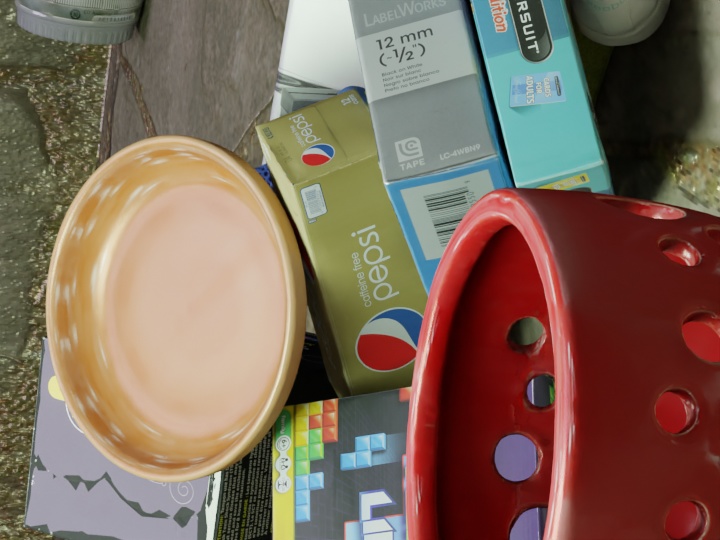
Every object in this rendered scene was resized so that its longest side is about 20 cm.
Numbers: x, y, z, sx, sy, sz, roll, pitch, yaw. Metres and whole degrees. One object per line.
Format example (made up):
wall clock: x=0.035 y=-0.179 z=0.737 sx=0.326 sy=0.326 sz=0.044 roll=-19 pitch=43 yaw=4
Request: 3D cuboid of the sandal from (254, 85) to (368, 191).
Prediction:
sandal: x=-0.049 y=-0.036 z=1.566 sx=0.200 sy=0.087 sz=0.080 roll=-55 pitch=29 yaw=33

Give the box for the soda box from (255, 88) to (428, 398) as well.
soda box: x=0.000 y=0.000 z=1.463 sx=0.068 sy=0.064 sz=0.200 roll=-122 pitch=14 yaw=-50

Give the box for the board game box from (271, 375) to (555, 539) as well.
board game box: x=0.034 y=0.165 z=1.406 sx=0.057 sy=0.165 sz=0.200 roll=35 pitch=-131 yaw=-57

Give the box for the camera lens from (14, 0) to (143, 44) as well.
camera lens: x=-0.338 y=-0.391 z=3.107 sx=0.160 sy=0.160 sz=0.200 roll=-122 pitch=38 yaw=-68

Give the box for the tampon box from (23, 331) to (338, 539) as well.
tampon box: x=-0.091 y=0.108 z=1.617 sx=0.150 sy=0.200 sz=0.127 roll=11 pitch=99 yaw=31

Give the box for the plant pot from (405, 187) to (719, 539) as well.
plant pot: x=0.129 y=0.074 z=1.001 sx=0.200 sy=0.182 sz=0.201 roll=-175 pitch=90 yaw=-77

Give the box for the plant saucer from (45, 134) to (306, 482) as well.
plant saucer: x=-0.103 y=0.022 z=1.474 sx=0.200 sy=0.037 sz=0.201 roll=-2 pitch=88 yaw=40

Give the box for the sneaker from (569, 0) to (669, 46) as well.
sneaker: x=0.125 y=-0.221 z=1.304 sx=0.088 sy=0.075 sz=0.200 roll=33 pitch=-132 yaw=-73

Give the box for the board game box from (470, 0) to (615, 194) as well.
board game box: x=0.088 y=-0.120 z=1.321 sx=0.151 sy=0.047 sz=0.200 roll=56 pitch=-160 yaw=-72

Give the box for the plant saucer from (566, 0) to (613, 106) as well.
plant saucer: x=0.089 y=-0.130 z=1.515 sx=0.200 sy=0.048 sz=0.200 roll=-103 pitch=22 yaw=-51

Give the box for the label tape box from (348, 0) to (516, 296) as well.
label tape box: x=0.041 y=-0.091 z=1.350 sx=0.143 sy=0.066 sz=0.200 roll=66 pitch=-170 yaw=-55

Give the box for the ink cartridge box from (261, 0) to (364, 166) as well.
ink cartridge box: x=-0.001 y=-0.120 z=1.699 sx=0.145 sy=0.084 sz=0.200 roll=-47 pitch=-30 yaw=-66
